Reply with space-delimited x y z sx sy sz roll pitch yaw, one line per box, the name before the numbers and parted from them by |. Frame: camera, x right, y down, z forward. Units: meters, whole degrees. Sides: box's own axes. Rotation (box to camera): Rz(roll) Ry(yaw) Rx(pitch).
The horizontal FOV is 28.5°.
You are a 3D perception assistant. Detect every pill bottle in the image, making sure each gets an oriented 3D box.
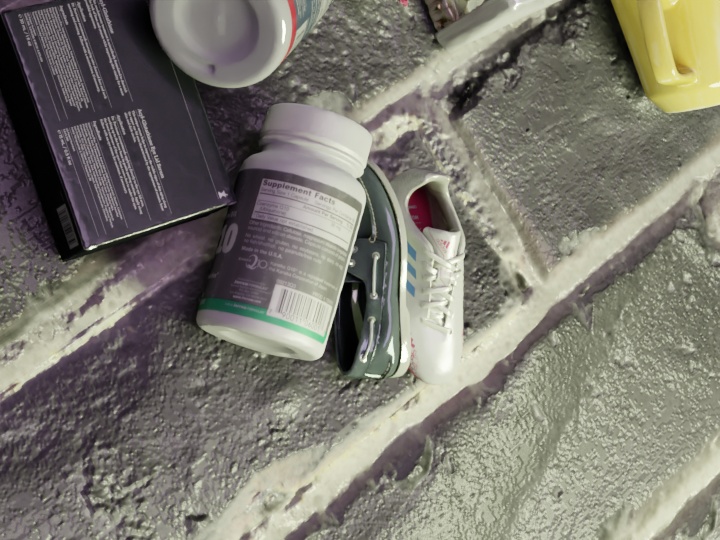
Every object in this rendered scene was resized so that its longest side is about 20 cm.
pill bottle | -0.084 -0.246 1.192 0.120 0.120 0.200 49 34 -13
pill bottle | -0.060 -0.033 1.211 0.113 0.113 0.200 21 77 -24

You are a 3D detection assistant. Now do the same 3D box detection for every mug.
mug | 0.321 -0.239 1.438 0.186 0.149 0.153 -18 100 -27

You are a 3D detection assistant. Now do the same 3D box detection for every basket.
basket | 0.156 -0.314 1.362 0.200 0.136 0.123 -29 92 -28

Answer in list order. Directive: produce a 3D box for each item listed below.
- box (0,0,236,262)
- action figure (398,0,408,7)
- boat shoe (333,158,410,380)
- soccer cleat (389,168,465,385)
box | -0.207 -0.125 1.174 0.141 0.079 0.200 -19 91 -26
action figure | -0.007 -0.325 1.276 0.149 0.134 0.200 -26 93 -27
boat shoe | 0.000 0.000 1.269 0.062 0.073 0.200 -7 91 -32
soccer cleat | 0.062 0.005 1.291 0.070 0.086 0.200 -8 87 -28
